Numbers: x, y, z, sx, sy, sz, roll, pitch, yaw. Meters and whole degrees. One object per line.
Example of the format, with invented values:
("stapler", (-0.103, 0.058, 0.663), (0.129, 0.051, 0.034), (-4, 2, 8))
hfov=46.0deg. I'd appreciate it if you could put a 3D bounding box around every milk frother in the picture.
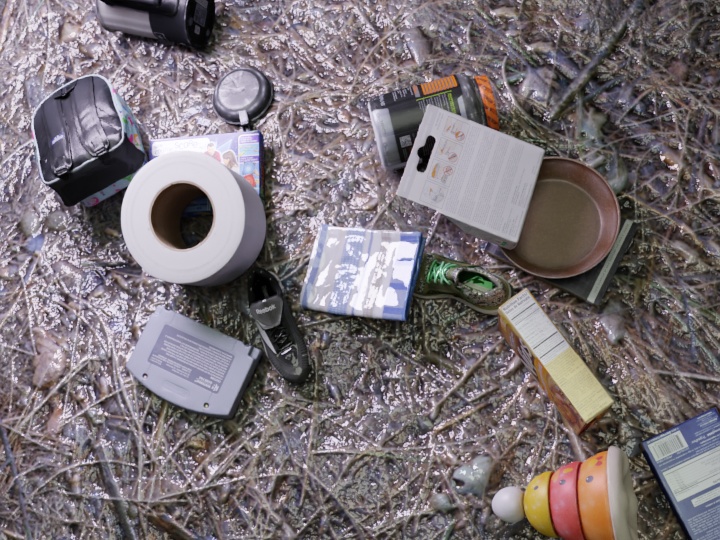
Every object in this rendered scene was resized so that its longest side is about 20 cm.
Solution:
("milk frother", (-0.363, -0.526, 1.519), (0.185, 0.181, 0.203), (13, 77, 12))

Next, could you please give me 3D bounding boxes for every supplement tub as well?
("supplement tub", (0.118, -0.244, 1.378), (0.196, 0.123, 0.125), (-14, 70, 4))

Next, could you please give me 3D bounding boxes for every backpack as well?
("backpack", (-0.462, -0.224, 1.448), (0.176, 0.151, 0.202), (-28, 64, 3))

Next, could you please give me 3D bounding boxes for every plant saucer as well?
("plant saucer", (0.301, -0.078, 1.321), (0.196, 0.037, 0.204), (-3, 69, 9))

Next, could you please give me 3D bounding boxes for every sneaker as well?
("sneaker", (0.140, 0.006, 1.307), (0.196, 0.089, 0.078), (13, 74, 14))
("sneaker", (-0.136, 0.081, 1.325), (0.066, 0.091, 0.203), (-23, 69, 1))

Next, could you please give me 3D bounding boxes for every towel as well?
("towel", (0.000, 0.000, 1.337), (0.197, 0.024, 0.149), (6, 73, 30))

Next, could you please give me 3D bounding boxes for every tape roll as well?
("tape roll", (-0.261, -0.078, 1.348), (0.199, 0.139, 0.207), (0, 87, 7))

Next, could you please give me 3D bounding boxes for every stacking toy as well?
("stacking toy", (0.276, 0.324, 1.172), (0.197, 0.146, 0.149), (-10, 69, 22))

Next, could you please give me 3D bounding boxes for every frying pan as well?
("frying pan", (-0.219, -0.279, 1.497), (0.113, 0.031, 0.193), (7, 70, 13))

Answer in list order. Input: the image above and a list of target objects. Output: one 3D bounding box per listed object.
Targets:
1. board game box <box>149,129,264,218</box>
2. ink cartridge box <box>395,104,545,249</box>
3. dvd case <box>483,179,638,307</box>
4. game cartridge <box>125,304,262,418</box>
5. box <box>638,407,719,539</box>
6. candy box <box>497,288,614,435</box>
("board game box", (-0.263, -0.162, 1.449), (0.196, 0.034, 0.138), (-3, 78, 7))
("ink cartridge box", (0.168, -0.143, 1.298), (0.197, 0.050, 0.163), (20, 75, 1))
("dvd case", (0.315, -0.050, 1.337), (0.198, 0.016, 0.150), (27, 76, 17))
("game cartridge", (-0.269, 0.151, 1.353), (0.197, 0.041, 0.135), (22, 73, 16))
("box", (0.488, 0.309, 1.177), (0.119, 0.032, 0.202), (-24, 68, 1))
("candy box", (0.277, 0.133, 1.227), (0.055, 0.116, 0.201), (-34, 70, -5))
